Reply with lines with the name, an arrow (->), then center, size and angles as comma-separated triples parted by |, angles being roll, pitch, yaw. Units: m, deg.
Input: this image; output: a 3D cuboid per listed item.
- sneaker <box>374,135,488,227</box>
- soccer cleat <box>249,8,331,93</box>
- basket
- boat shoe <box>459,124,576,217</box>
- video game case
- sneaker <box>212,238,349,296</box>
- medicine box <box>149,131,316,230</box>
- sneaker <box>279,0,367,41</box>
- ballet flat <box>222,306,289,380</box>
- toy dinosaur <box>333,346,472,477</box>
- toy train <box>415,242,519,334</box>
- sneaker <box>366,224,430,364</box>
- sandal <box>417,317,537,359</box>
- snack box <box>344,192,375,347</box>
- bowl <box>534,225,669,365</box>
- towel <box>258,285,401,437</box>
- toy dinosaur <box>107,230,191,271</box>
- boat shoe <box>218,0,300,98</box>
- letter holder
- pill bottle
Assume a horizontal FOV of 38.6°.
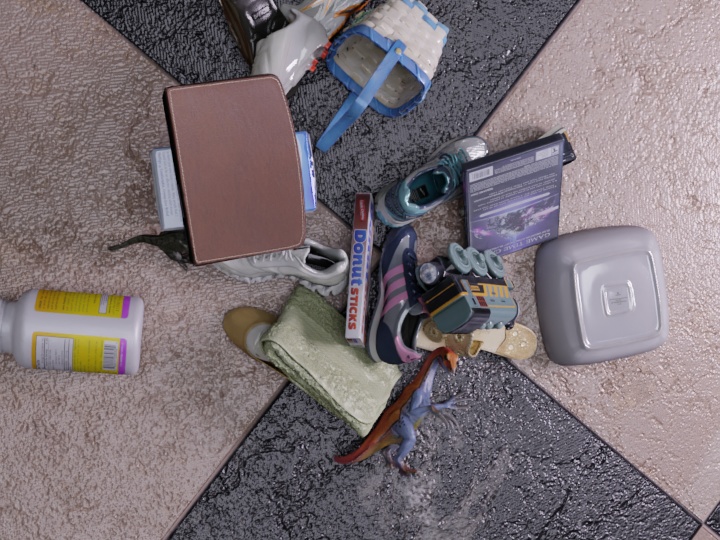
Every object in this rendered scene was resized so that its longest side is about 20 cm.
sneaker -> 0.116, -0.126, 1.432 | 0.199, 0.086, 0.078 | -38, 98, -23
soccer cleat -> -0.118, -0.255, 1.336 | 0.077, 0.069, 0.201 | 38, 70, -1
basket -> 0.016, -0.258, 1.377 | 0.138, 0.176, 0.201 | 33, 69, -12
boat shoe -> 0.228, -0.131, 1.474 | 0.199, 0.075, 0.063 | -36, 89, -11
video game case -> 0.212, -0.094, 1.431 | 0.141, 0.019, 0.201 | -18, 142, -7
sneaker -> -0.108, -0.020, 1.404 | 0.198, 0.081, 0.076 | 9, 73, -6
medicine box -> -0.168, -0.117, 1.343 | 0.198, 0.182, 0.104 | -9, 96, -10
sneaker -> -0.032, -0.391, 1.407 | 0.092, 0.076, 0.200 | 44, 84, -6
ballet flat -> -0.102, 0.115, 1.434 | 0.199, 0.063, 0.069 | 32, 91, -11
toy dinosaur -> 0.073, 0.195, 1.455 | 0.197, 0.105, 0.184 | 6, 89, -9
toy train -> 0.152, 0.031, 1.417 | 0.085, 0.199, 0.115 | -34, 69, 27
sneaker -> 0.068, 0.033, 1.434 | 0.070, 0.081, 0.202 | 19, 77, -52
sandal -> 0.162, 0.090, 1.479 | 0.209, 0.070, 0.079 | 11, 92, -11
snack box -> 0.000, 0.000, 1.413 | 0.024, 0.072, 0.202 | 3, 77, 8
bowl -> 0.363, 0.039, 1.513 | 0.198, 0.075, 0.202 | -9, 95, -8
towel -> -0.037, 0.120, 1.419 | 0.200, 0.149, 0.036 | 41, 131, -8
toy dinosaur -> -0.243, -0.033, 1.371 | 0.088, 0.199, 0.048 | 19, 73, -46
boat shoe -> -0.140, -0.329, 1.390 | 0.075, 0.074, 0.202 | -30, 118, -21
letter holder -> -0.146, -0.119, 1.205 | 0.140, 0.101, 0.202 | -10, 96, -12
pill bottle -> -0.389, 0.080, 1.356 | 0.198, 0.104, 0.106 | 5, 93, -11
